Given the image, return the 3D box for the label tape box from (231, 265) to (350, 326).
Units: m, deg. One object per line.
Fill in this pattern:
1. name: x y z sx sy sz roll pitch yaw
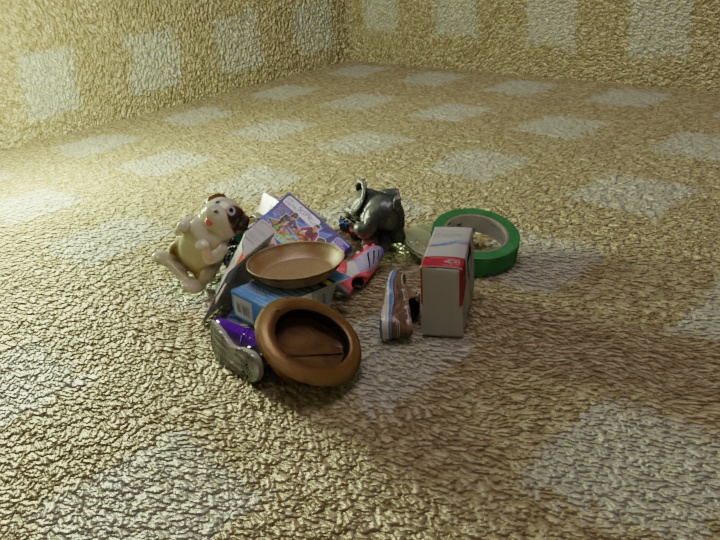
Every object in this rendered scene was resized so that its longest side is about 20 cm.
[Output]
1. label tape box: -0.135 0.051 1.537 0.199 0.067 0.143 -21 29 -37

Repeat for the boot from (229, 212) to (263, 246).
1. boot: -0.281 -0.068 1.871 0.149 0.074 0.200 -19 36 -18

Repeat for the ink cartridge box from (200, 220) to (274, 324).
1. ink cartridge box: -0.269 0.002 1.615 0.057 0.163 0.200 38 34 7

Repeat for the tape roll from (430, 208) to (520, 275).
1. tape roll: 0.257 -0.067 1.737 0.198 0.049 0.201 3 37 -2

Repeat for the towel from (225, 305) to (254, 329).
1. towel: -0.174 0.089 1.568 0.197 0.024 0.147 -2 24 7

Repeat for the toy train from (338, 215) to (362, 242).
1. toy train: -0.006 -0.097 1.930 0.045 0.034 0.200 -27 31 -16

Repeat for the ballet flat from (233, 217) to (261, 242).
1. ballet flat: -0.203 -0.089 1.783 0.198 0.072 0.071 9 27 16

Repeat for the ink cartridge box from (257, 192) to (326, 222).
1. ink cartridge box: -0.165 -0.128 1.930 0.115 0.069 0.200 14 11 -36

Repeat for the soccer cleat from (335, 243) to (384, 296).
1. soccer cleat: 0.000 0.000 1.699 0.076 0.067 0.199 45 35 14

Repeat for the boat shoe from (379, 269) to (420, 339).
1. boat shoe: 0.082 0.070 1.516 0.071 0.073 0.201 3 35 7

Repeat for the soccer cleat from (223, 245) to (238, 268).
1. soccer cleat: -0.231 -0.021 1.786 0.198 0.069 0.073 3 -1 32

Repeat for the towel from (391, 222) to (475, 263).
1. towel: 0.163 -0.066 1.823 0.147 0.037 0.200 -17 27 -26

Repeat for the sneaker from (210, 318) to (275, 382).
1. sneaker: -0.200 0.140 1.419 0.099 0.070 0.199 -14 29 -35

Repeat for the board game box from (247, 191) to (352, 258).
1. board game box: -0.133 -0.066 1.700 0.200 0.035 0.135 41 72 20

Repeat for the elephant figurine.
1. elephant figurine: 0.026 -0.151 1.816 0.154 0.142 0.201 -28 47 8

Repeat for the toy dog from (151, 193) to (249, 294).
1. toy dog: -0.330 -0.069 1.715 0.140 0.201 0.193 45 23 22

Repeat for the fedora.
1. fedora: -0.097 0.137 1.337 0.199 0.082 0.202 18 43 -17

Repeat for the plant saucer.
1. plant saucer: -0.128 -0.008 1.544 0.197 0.036 0.201 -4 22 2

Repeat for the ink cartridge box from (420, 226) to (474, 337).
1. ink cartridge box: 0.172 0.018 1.506 0.085 0.149 0.200 2 26 15
